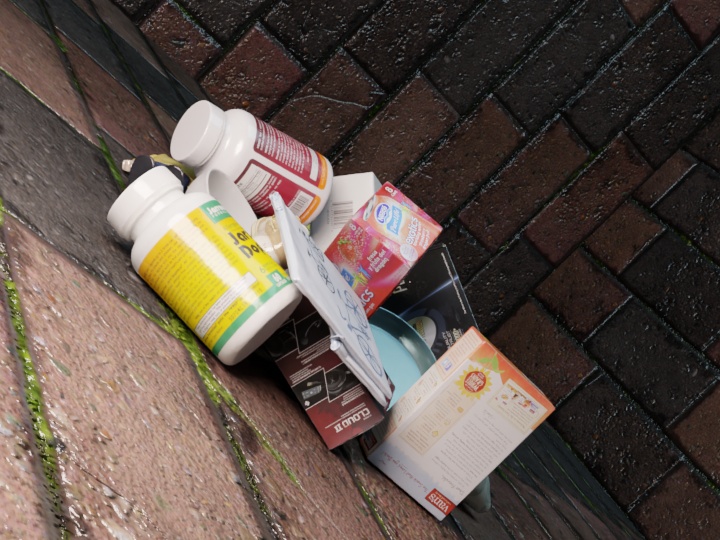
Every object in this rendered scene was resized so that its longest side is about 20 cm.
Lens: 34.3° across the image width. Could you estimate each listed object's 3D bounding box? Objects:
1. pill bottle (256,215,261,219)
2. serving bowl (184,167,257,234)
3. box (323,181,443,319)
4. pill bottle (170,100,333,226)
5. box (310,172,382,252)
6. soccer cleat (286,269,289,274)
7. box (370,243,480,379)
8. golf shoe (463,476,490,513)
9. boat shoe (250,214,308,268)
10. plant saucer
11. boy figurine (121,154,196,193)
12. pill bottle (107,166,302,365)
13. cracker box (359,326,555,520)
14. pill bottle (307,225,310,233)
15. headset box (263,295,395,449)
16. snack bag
[{"bbox_3d":[-0.167,-0.123,1.698,0.200,0.111,0.111,35,0,29],"label":"pill bottle"},{"bbox_3d":[-0.164,-0.020,1.412,0.200,0.066,0.200,62,11,-21],"label":"serving bowl"},{"bbox_3d":[0.000,0.000,1.437,0.095,0.200,0.100,41,43,2],"label":"box"},{"bbox_3d":[-0.142,-0.139,1.522,0.200,0.113,0.113,28,15,-35],"label":"pill bottle"},{"bbox_3d":[-0.001,-0.048,1.715,0.200,0.097,0.125,47,39,-67],"label":"box"},{"bbox_3d":[-0.073,0.066,1.566,0.200,0.070,0.086,47,7,19],"label":"soccer cleat"},{"bbox_3d":[0.071,0.085,1.621,0.086,0.163,0.201,99,-27,-68],"label":"box"},{"bbox_3d":[0.130,0.273,1.677,0.200,0.078,0.097,-119,-177,-60],"label":"golf shoe"},{"bbox_3d":[-0.094,-0.032,1.416,0.200,0.069,0.074,-72,138,-75],"label":"boat shoe"},{"bbox_3d":[0.012,0.127,1.500,0.200,0.027,0.201,18,46,-19],"label":"plant saucer"},{"bbox_3d":[-0.260,-0.121,1.573,0.124,0.065,0.200,20,2,0],"label":"boy figurine"},{"bbox_3d":[-0.165,-0.009,1.211,0.200,0.113,0.113,46,6,6],"label":"pill bottle"},{"bbox_3d":[0.116,0.186,1.413,0.134,0.200,0.058,43,5,-21],"label":"cracker box"},{"bbox_3d":[-0.129,-0.057,1.818,0.200,0.112,0.112,45,6,-2],"label":"pill bottle"},{"bbox_3d":[-0.036,0.102,1.335,0.200,0.077,0.149,59,10,-4],"label":"headset box"},{"bbox_3d":[-0.036,0.029,1.268,0.200,0.021,0.189,53,11,-33],"label":"snack bag"}]
